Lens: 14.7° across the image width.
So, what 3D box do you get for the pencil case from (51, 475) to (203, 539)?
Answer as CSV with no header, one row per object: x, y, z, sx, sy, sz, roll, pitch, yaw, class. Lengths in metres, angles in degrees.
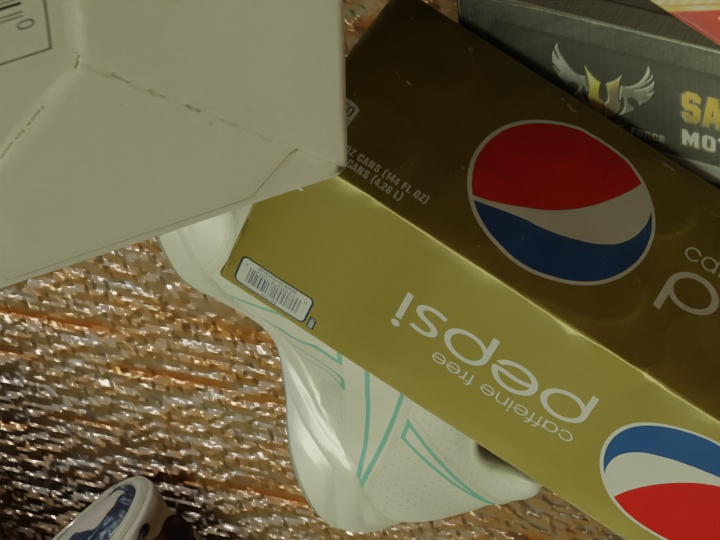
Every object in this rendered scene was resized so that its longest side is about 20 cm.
-0.051,0.167,1.023,0.078,0.089,0.200,-36,108,11,pencil case

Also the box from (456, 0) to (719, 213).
0.127,-0.006,0.735,0.200,0.048,0.159,16,137,23,box

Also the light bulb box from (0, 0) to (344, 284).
-0.097,-0.134,0.613,0.198,0.125,0.200,89,156,-47,light bulb box

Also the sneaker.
0.000,0.000,0.831,0.080,0.071,0.200,-5,135,28,sneaker

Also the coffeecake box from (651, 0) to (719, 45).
0.080,-0.157,0.587,0.153,0.073,0.200,32,143,1,coffeecake box

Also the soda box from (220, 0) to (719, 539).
0.069,0.018,0.708,0.200,0.068,0.064,33,142,3,soda box
